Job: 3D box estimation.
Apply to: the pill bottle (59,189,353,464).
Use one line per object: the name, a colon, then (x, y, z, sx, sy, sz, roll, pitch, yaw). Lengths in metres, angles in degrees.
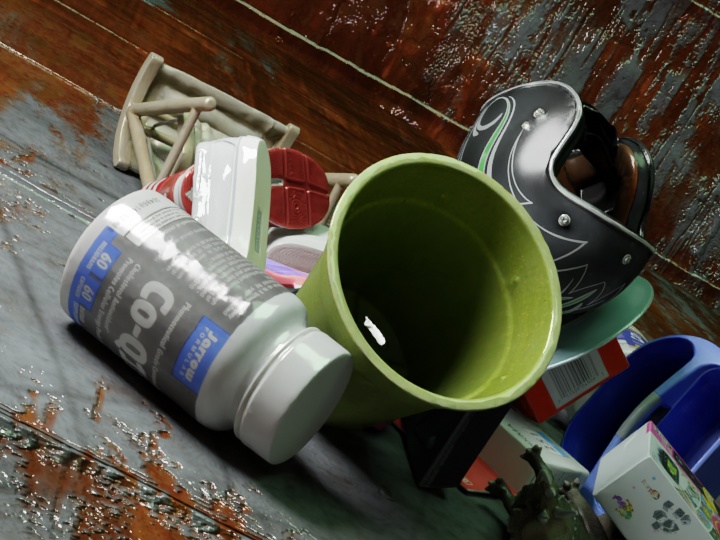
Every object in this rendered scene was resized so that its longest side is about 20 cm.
pill bottle: (-0.109, 0.041, 1.134, 0.199, 0.114, 0.114, 36, 12, 19)

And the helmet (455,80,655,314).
helmet: (0.173, -0.054, 1.450, 0.198, 0.193, 0.200, 7, -20, 2)

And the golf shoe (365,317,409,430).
golf shoe: (0.014, 0.052, 1.399, 0.091, 0.075, 0.201, 25, 43, -12)

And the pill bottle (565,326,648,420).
pill bottle: (0.283, 0.121, 1.814, 0.119, 0.120, 0.200, 30, 12, -7)

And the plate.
plate: (0.183, 0.044, 1.515, 0.200, 0.198, 0.026, -99, 164, -75)

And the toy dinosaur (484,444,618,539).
toy dinosaur: (0.164, 0.210, 1.308, 0.200, 0.077, 0.103, 41, 19, -46)

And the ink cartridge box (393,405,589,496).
ink cartridge box: (0.092, 0.134, 1.451, 0.200, 0.045, 0.176, 41, 13, 36)

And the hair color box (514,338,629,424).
hair color box: (0.170, 0.078, 1.587, 0.064, 0.110, 0.200, 62, -12, -15)

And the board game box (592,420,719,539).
board game box: (0.283, 0.236, 1.342, 0.201, 0.064, 0.147, 53, 13, 2)

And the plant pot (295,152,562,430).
plant pot: (0.023, 0.039, 1.236, 0.199, 0.202, 0.190, 28, -32, -16)

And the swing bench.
swing bench: (-0.139, -0.109, 1.652, 0.198, 0.131, 0.200, 24, 9, -30)

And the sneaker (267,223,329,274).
sneaker: (0.000, 0.000, 1.533, 0.198, 0.074, 0.116, 19, 14, -10)

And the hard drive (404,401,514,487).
hard drive: (0.085, 0.090, 1.348, 0.042, 0.136, 0.200, 26, 21, -14)

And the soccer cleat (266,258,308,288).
soccer cleat: (-0.082, 0.014, 1.436, 0.199, 0.067, 0.077, 22, 22, -27)

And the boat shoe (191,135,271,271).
boat shoe: (-0.116, -0.014, 1.266, 0.068, 0.202, 0.072, 1, -14, 13)

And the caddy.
caddy: (0.280, 0.157, 1.502, 0.141, 0.200, 0.105, 40, -2, 45)

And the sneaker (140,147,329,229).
sneaker: (-0.128, -0.073, 1.499, 0.115, 0.079, 0.199, -4, -4, 41)

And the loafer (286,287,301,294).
loafer: (-0.099, 0.039, 1.334, 0.198, 0.074, 0.072, 19, -23, -24)
